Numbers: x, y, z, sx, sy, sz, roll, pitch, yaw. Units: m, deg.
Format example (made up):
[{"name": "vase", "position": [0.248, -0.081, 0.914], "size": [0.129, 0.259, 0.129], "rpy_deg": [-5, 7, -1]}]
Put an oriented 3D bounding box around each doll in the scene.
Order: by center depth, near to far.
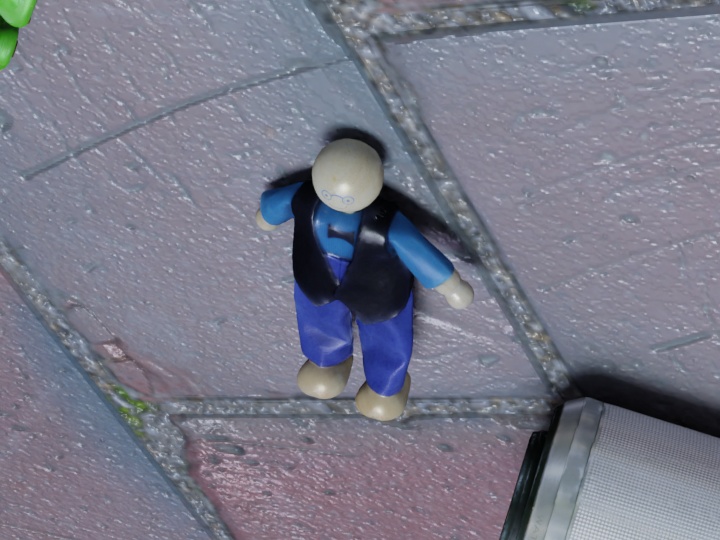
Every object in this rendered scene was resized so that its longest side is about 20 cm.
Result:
[{"name": "doll", "position": [0.000, 0.000, 1.549], "size": [0.136, 0.049, 0.201], "rpy_deg": [19, 142, 19]}]

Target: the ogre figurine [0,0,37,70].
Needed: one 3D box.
[{"name": "ogre figurine", "position": [-0.227, -0.151, 1.412], "size": [0.119, 0.099, 0.200], "rpy_deg": [16, 160, -15]}]

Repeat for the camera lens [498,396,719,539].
[{"name": "camera lens", "position": [0.180, 0.172, 1.598], "size": [0.199, 0.161, 0.160], "rpy_deg": [17, 147, 5]}]
